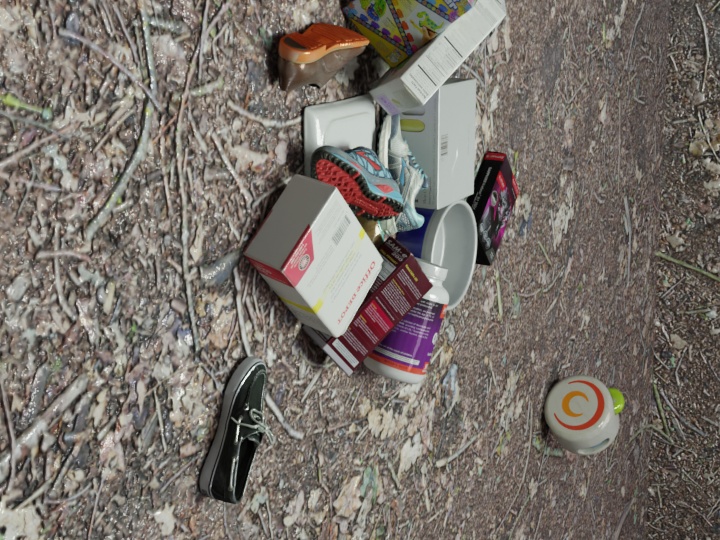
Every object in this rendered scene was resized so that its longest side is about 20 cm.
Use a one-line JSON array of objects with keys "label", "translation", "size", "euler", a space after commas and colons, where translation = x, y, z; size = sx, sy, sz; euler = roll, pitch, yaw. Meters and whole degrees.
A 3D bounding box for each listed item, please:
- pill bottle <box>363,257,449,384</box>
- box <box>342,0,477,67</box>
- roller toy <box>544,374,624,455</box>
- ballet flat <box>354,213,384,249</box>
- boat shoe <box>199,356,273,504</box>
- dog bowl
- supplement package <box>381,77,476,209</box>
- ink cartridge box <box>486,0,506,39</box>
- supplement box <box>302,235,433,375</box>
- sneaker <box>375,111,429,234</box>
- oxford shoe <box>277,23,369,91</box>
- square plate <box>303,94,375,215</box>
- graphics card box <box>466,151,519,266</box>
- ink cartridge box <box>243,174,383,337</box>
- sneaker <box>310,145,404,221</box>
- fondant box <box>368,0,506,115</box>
[{"label": "pill bottle", "translation": [0.082, 0.082, 1.707], "size": [0.112, 0.111, 0.203], "euler": [10, 99, -61]}, {"label": "box", "translation": [0.108, -0.447, 1.528], "size": [0.122, 0.192, 0.201], "euler": [45, 51, -15]}, {"label": "roller toy", "translation": [0.578, 0.380, 2.633], "size": [0.184, 0.198, 0.140], "euler": [-59, 144, -17]}, {"label": "ballet flat", "translation": [0.000, 0.000, 1.615], "size": [0.072, 0.067, 0.202], "euler": [-37, 142, -34]}, {"label": "boat shoe", "translation": [-0.158, 0.219, 1.388], "size": [0.074, 0.067, 0.202], "euler": [49, 55, -54]}, {"label": "dog bowl", "translation": [0.139, -0.033, 1.842], "size": [0.199, 0.078, 0.203], "euler": [-25, 119, -57]}, {"label": "supplement package", "translation": [0.117, -0.221, 1.718], "size": [0.155, 0.109, 0.203], "euler": [-25, 118, -57]}, {"label": "ink cartridge box", "translation": [0.215, -0.527, 1.799], "size": [0.094, 0.044, 0.202], "euler": [-56, 143, -40]}, {"label": "supplement box", "translation": [0.014, 0.056, 1.577], "size": [0.200, 0.061, 0.109], "euler": [-45, 143, -5]}, {"label": "sneaker", "translation": [0.067, -0.161, 1.640], "size": [0.078, 0.085, 0.204], "euler": [-109, -163, -86]}, {"label": "oxford shoe", "translation": [-0.057, -0.306, 1.447], "size": [0.199, 0.071, 0.074], "euler": [-28, 142, -50]}, {"label": "square plate", "translation": [-0.024, -0.164, 1.567], "size": [0.199, 0.028, 0.201], "euler": [-26, 119, -56]}, {"label": "graphics card box", "translation": [0.264, -0.127, 2.068], "size": [0.202, 0.050, 0.126], "euler": [-65, 147, -26]}, {"label": "ink cartridge box", "translation": [-0.063, -0.017, 1.460], "size": [0.146, 0.083, 0.201], "euler": [-58, 145, -18]}, {"label": "sneaker", "translation": [-0.014, -0.146, 1.510], "size": [0.199, 0.079, 0.097], "euler": [31, 41, -50]}, {"label": "fondant box", "translation": [0.116, -0.335, 1.555], "size": [0.058, 0.144, 0.200], "euler": [46, 78, -14]}]
